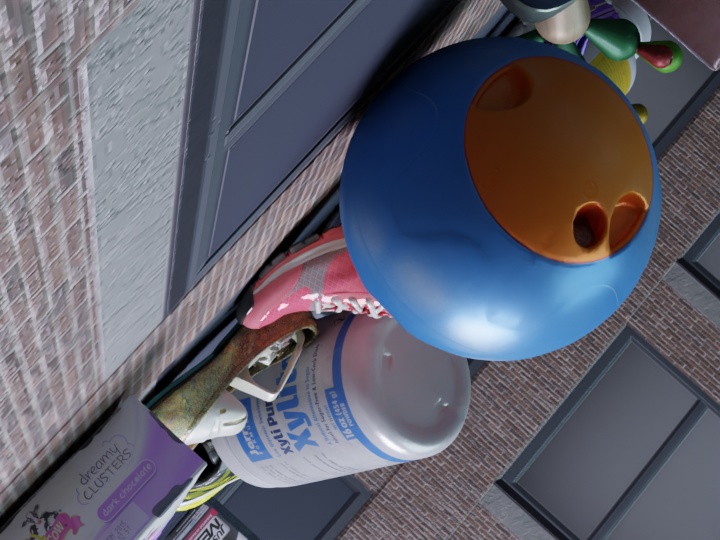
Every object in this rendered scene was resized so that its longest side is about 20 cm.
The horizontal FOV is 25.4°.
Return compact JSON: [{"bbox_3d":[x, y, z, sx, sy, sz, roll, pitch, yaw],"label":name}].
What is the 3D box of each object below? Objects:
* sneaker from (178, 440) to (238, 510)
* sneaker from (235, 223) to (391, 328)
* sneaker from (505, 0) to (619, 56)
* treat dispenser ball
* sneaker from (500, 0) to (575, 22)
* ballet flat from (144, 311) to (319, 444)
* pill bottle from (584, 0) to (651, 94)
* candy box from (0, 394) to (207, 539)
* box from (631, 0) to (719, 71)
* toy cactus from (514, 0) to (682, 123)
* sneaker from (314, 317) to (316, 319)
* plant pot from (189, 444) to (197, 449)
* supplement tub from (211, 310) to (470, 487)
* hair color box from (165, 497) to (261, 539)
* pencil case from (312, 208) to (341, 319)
[{"bbox_3d":[-0.116,0.167,1.536,0.200,0.075,0.085,-34,168,-5],"label":"sneaker"},{"bbox_3d":[0.006,0.005,1.172,0.199,0.087,0.074,-28,173,-4],"label":"sneaker"},{"bbox_3d":[0.147,-0.165,1.395,0.200,0.083,0.081,-49,176,25],"label":"sneaker"},{"bbox_3d":[0.087,-0.044,0.999,0.201,0.201,0.201,-49,176,-4],"label":"treat dispenser ball"},{"bbox_3d":[0.163,-0.231,0.982,0.200,0.075,0.085,-47,180,-28],"label":"sneaker"},{"bbox_3d":[-0.098,0.084,1.195,0.200,0.071,0.071,-46,175,-41],"label":"ballet flat"},{"bbox_3d":[0.193,-0.184,1.530,0.200,0.112,0.112,-46,176,-28],"label":"pill bottle"},{"bbox_3d":[-0.199,0.194,1.063,0.168,0.071,0.200,-47,176,-31],"label":"candy box"},{"bbox_3d":[0.350,-0.330,1.469,0.166,0.164,0.200,-46,176,-47],"label":"box"},{"bbox_3d":[0.162,-0.172,1.292,0.165,0.199,0.103,77,12,-48],"label":"toy cactus"},{"bbox_3d":[-0.031,0.037,1.548,0.200,0.076,0.116,-36,177,-22],"label":"sneaker"},{"bbox_3d":[-0.184,0.174,1.395,0.200,0.027,0.200,-48,177,-3],"label":"plant pot"},{"bbox_3d":[-0.019,0.103,1.313,0.200,0.132,0.132,-20,-162,44],"label":"supplement tub"},{"bbox_3d":[-0.224,0.487,2.737,0.099,0.200,0.061,-49,176,4],"label":"hair color box"},{"bbox_3d":[0.000,0.000,1.360,0.091,0.083,0.200,-36,174,-10],"label":"pencil case"}]
